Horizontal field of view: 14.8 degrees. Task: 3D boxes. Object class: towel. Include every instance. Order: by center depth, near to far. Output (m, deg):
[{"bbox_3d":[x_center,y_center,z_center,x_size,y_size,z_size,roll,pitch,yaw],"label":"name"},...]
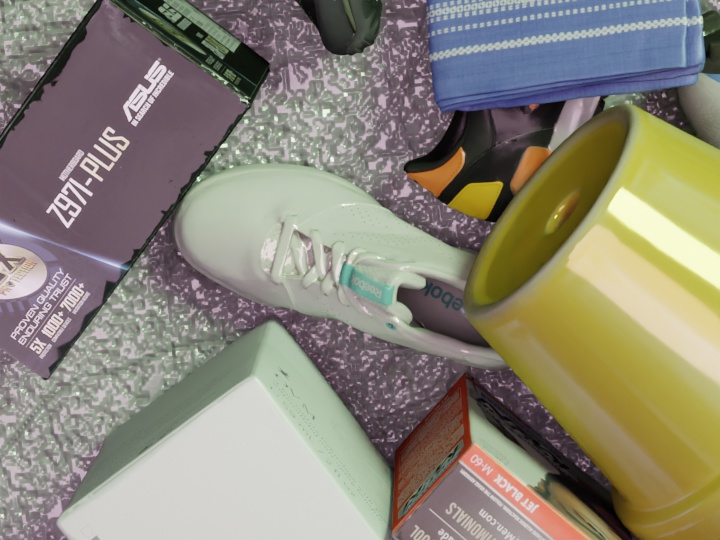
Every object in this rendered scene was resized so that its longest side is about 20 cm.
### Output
[{"bbox_3d":[0.098,-0.181,1.365,0.145,0.024,0.200,-6,79,26],"label":"towel"}]

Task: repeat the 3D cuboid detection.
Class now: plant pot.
[{"bbox_3d":[0.161,0.025,1.337,0.189,0.201,0.201,38,98,-13],"label":"plant pot"}]

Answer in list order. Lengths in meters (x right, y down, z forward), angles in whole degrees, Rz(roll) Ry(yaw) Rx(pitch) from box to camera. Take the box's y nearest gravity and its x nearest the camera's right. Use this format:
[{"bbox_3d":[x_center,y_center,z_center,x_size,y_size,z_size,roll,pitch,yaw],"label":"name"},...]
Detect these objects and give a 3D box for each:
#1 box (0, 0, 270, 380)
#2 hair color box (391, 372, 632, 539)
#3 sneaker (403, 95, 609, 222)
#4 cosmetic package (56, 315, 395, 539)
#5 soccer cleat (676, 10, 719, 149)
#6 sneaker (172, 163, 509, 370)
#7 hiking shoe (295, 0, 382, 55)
[{"bbox_3d":[-0.128,-0.052,1.349,0.086,0.200,0.164,36,99,-5],"label":"box"},{"bbox_3d":[0.076,0.121,1.367,0.111,0.200,0.064,40,97,-4],"label":"hair color box"},{"bbox_3d":[0.085,-0.120,1.397,0.090,0.070,0.200,18,100,-4],"label":"sneaker"},{"bbox_3d":[-0.034,0.146,1.374,0.123,0.200,0.199,-36,96,4],"label":"cosmetic package"},{"bbox_3d":[0.258,-0.105,1.404,0.200,0.070,0.086,-13,120,1],"label":"soccer cleat"},{"bbox_3d":[0.000,0.000,1.409,0.200,0.088,0.075,18,100,0],"label":"sneaker"},{"bbox_3d":[-0.065,-0.186,1.400,0.101,0.076,0.200,-31,87,14],"label":"hiking shoe"}]
